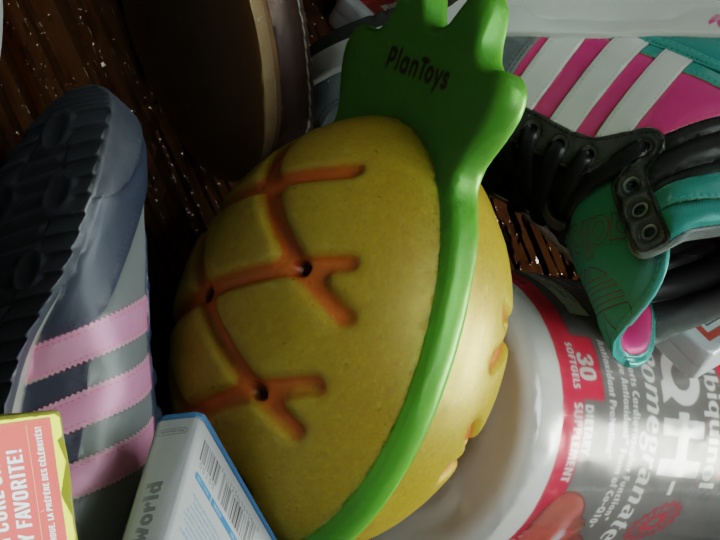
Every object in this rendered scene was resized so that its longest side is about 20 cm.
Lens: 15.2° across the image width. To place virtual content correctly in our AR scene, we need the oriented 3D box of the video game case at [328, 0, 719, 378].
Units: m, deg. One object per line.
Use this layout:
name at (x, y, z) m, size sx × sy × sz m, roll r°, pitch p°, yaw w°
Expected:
video game case at (0.099, -0.053, 1.047) m, size 0.200 × 0.017 × 0.143 m, roll 46°, pitch 41°, yaw 17°

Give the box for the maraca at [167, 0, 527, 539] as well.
maraca at (0.000, 0.000, 0.891) m, size 0.107 × 0.137 × 0.201 m, roll 17°, pitch 95°, yaw -32°

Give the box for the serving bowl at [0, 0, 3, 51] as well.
serving bowl at (-0.179, -0.090, 0.806) m, size 0.200 × 0.066 × 0.201 m, roll 11°, pitch 75°, yaw -46°

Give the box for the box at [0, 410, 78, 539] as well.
box at (-0.177, 0.087, 0.747) m, size 0.199 × 0.050 × 0.076 m, roll -6°, pitch 87°, yaw -31°

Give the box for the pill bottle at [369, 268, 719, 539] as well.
pill bottle at (0.088, 0.061, 1.029) m, size 0.200 × 0.110 × 0.111 m, roll 9°, pitch 76°, yaw -46°

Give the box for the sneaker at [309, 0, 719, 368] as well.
sneaker at (0.075, -0.027, 0.946) m, size 0.084 × 0.199 × 0.121 m, roll 77°, pitch 13°, yaw -63°

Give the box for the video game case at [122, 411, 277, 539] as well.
video game case at (-0.049, 0.163, 0.803) m, size 0.200 × 0.018 × 0.143 m, roll -76°, pitch 150°, yaw -43°

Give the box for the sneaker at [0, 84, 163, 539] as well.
sneaker at (-0.091, 0.043, 0.873) m, size 0.082 × 0.070 × 0.201 m, roll 21°, pitch 76°, yaw -37°

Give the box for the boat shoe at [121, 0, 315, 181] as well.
boat shoe at (-0.051, -0.134, 0.946) m, size 0.070 × 0.070 × 0.201 m, roll -22°, pitch 98°, yaw -43°
